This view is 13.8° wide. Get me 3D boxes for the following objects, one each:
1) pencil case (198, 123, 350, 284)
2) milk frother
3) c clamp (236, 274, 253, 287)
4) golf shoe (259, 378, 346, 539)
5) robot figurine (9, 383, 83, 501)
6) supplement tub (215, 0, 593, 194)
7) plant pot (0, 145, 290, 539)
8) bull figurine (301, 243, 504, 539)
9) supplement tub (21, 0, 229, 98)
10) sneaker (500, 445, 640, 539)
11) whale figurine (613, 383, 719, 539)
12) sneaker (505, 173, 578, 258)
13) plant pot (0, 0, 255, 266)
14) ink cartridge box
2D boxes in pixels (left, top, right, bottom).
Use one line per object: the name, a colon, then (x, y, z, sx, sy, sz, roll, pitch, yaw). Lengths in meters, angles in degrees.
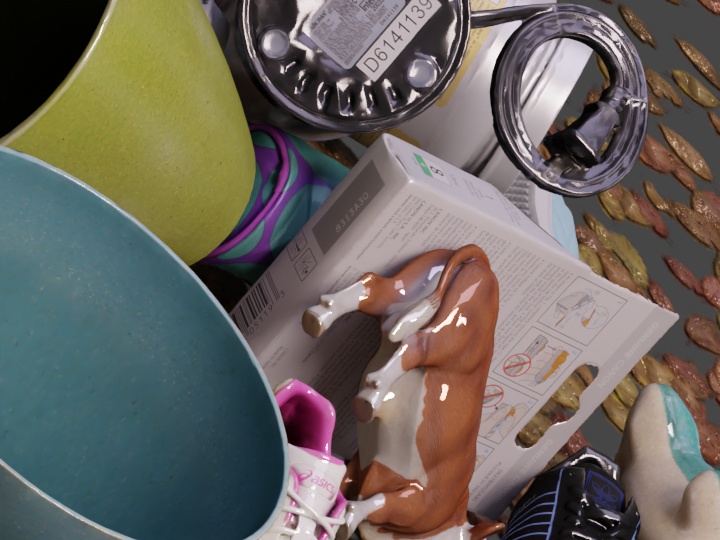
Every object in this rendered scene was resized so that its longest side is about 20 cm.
pencil case: (0.000, 0.000, 1.572, 0.200, 0.092, 0.085, 32, 62, -34)
milk frother: (0.034, -0.109, 1.570, 0.200, 0.180, 0.188, 58, -5, -5)
c clamp: (-0.023, -0.023, 1.677, 0.200, 0.027, 0.171, 26, 38, -38)
golf shoe: (-0.046, 0.129, 1.351, 0.075, 0.092, 0.200, 31, 31, -30)
robot figurine: (-0.138, 0.050, 1.321, 0.145, 0.058, 0.200, 34, 13, 7)
supplement tub: (0.024, -0.142, 1.736, 0.200, 0.145, 0.145, 31, 28, -4)
plant pot: (-0.147, 0.067, 1.148, 0.200, 0.135, 0.200, 35, 28, -22)
bull figurine: (0.021, 0.084, 1.461, 0.065, 0.200, 0.121, 20, 26, 37)
supplement tub: (-0.173, -0.159, 1.484, 0.200, 0.145, 0.145, 49, 23, -25)
sneaker: (0.105, 0.143, 1.507, 0.070, 0.078, 0.200, 30, 10, -6)
whale figurine: (0.190, 0.156, 1.584, 0.104, 0.159, 0.200, -3, 49, -10)
sneaker: (0.099, 0.010, 1.753, 0.082, 0.074, 0.200, 52, 31, -26)
plant pot: (-0.136, -0.080, 1.355, 0.200, 0.187, 0.187, 42, 19, -53)
ink cartridge box: (0.040, 0.033, 1.526, 0.200, 0.161, 0.050, 24, 26, -38)
